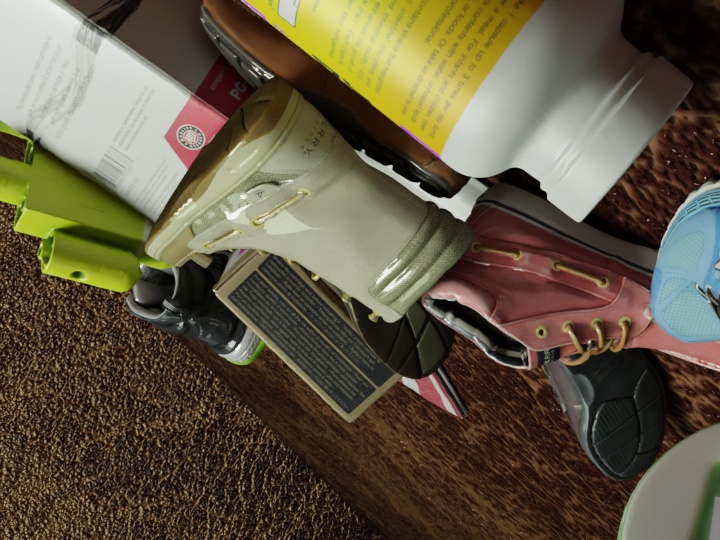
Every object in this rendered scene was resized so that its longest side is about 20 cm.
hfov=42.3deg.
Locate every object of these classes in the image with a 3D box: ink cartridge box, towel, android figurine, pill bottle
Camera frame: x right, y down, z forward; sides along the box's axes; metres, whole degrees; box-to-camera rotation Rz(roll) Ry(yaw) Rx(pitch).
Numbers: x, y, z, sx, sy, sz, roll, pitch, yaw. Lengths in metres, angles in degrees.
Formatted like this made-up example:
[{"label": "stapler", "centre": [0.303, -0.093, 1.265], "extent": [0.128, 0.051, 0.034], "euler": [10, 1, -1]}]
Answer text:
[{"label": "ink cartridge box", "centre": [-0.039, 0.021, 0.846], "extent": [0.165, 0.075, 0.200], "euler": [46, -167, -14]}, {"label": "towel", "centre": [0.034, 0.105, 1.142], "extent": [0.199, 0.023, 0.144], "euler": [28, 160, 40]}, {"label": "ink cartridge box", "centre": [-0.171, -0.138, 0.636], "extent": [0.199, 0.084, 0.145], "euler": [35, 142, -15]}, {"label": "android figurine", "centre": [-0.191, -0.070, 0.710], "extent": [0.199, 0.183, 0.041], "euler": [16, 142, -32]}, {"label": "pill bottle", "centre": [0.038, -0.111, 0.397], "extent": [0.200, 0.104, 0.104], "euler": [40, 164, 7]}]

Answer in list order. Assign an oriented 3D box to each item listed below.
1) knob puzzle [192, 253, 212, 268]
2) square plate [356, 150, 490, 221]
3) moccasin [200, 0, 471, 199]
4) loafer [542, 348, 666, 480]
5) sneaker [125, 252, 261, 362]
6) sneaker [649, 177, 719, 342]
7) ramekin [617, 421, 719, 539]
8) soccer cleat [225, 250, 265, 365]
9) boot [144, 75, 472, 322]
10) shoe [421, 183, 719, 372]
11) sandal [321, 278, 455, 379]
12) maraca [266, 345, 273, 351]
[{"label": "knob puzzle", "centre": [-0.233, -0.083, 0.814], "extent": [0.219, 0.031, 0.220], "euler": [41, -175, -5]}, {"label": "square plate", "centre": [0.038, -0.043, 0.723], "extent": [0.199, 0.028, 0.198], "euler": [36, 164, 17]}, {"label": "moccasin", "centre": [-0.010, -0.122, 0.558], "extent": [0.201, 0.078, 0.074], "euler": [31, 177, 22]}, {"label": "loafer", "centre": [0.167, 0.069, 0.672], "extent": [0.201, 0.072, 0.063], "euler": [60, 176, -34]}, {"label": "sneaker", "centre": [-0.163, 0.012, 0.878], "extent": [0.113, 0.076, 0.200], "euler": [26, -173, -30]}, {"label": "sneaker", "centre": [0.176, 0.006, 0.408], "extent": [0.078, 0.090, 0.200], "euler": [41, 165, 1]}, {"label": "ramekin", "centre": [0.243, 0.174, 0.521], "extent": [0.199, 0.200, 0.098], "euler": [20, 147, 52]}, {"label": "soccer cleat", "centre": [-0.105, 0.002, 0.968], "extent": [0.067, 0.201, 0.081], "euler": [23, 142, -29]}, {"label": "boot", "centre": [-0.040, -0.021, 0.582], "extent": [0.154, 0.072, 0.200], "euler": [33, 147, -18]}, {"label": "shoe", "centre": [0.136, 0.029, 0.548], "extent": [0.199, 0.091, 0.072], "euler": [29, 160, 22]}, {"label": "sandal", "centre": [0.000, 0.000, 0.741], "extent": [0.200, 0.082, 0.055], "euler": [43, -179, -11]}, {"label": "maraca", "centre": [-0.078, 0.044, 1.076], "extent": [0.137, 0.108, 0.199], "euler": [26, 175, -34]}]
